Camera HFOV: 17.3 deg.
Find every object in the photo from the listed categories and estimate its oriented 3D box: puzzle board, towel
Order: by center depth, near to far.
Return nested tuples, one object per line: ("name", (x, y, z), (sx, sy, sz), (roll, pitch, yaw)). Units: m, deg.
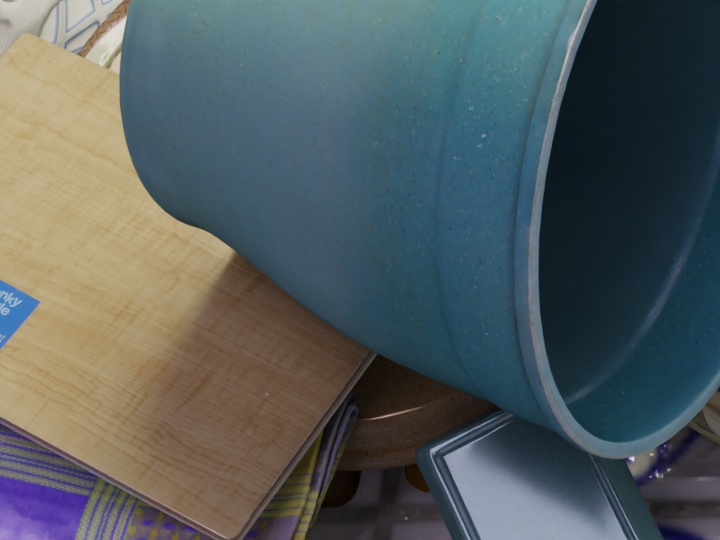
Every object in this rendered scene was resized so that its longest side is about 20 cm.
("towel", (-0.108, 0.080, 0.844), (0.200, 0.023, 0.144), (12, 55, 13))
("puzzle board", (-0.088, 0.002, 0.874), (0.200, 0.017, 0.151), (25, 60, 20))

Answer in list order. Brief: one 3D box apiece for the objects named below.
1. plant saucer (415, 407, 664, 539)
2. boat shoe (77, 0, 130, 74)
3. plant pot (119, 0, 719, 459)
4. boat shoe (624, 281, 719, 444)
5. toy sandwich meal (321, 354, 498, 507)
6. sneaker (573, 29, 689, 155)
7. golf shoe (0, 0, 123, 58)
("plant saucer", (0.086, 0.132, 0.822), (0.070, 0.019, 0.200), (-28, 66, 7))
("boat shoe", (-0.099, -0.046, 1.018), (0.076, 0.072, 0.200), (34, 84, 21))
("plant pot", (0.029, -0.058, 0.795), (0.188, 0.200, 0.200), (15, 68, 31))
("boat shoe", (0.185, 0.051, 0.818), (0.200, 0.063, 0.073), (24, 85, 34))
("toy sandwich meal", (0.000, 0.000, 0.928), (0.205, 0.070, 0.206), (-3, 69, 8))
("sneaker", (0.079, -0.112, 0.907), (0.085, 0.073, 0.200), (-26, 65, -43))
("golf shoe", (-0.137, -0.124, 1.057), (0.200, 0.097, 0.078), (-47, 52, -10))
